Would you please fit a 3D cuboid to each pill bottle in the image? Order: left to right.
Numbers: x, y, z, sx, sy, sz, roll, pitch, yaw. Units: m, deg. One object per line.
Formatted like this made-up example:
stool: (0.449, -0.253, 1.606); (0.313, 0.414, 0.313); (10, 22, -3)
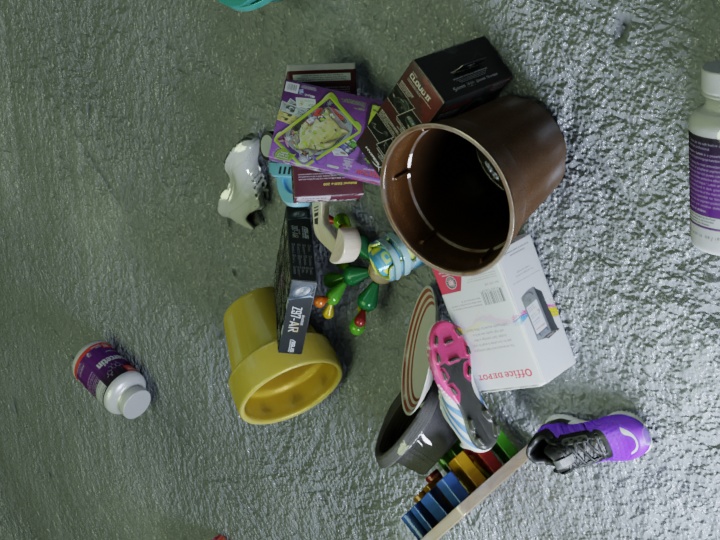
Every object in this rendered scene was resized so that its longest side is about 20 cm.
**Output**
pill bottle: (-0.579, 0.258, 2.577); (0.199, 0.112, 0.114); (35, 133, 32)
pill bottle: (0.419, -0.126, 1.216); (0.110, 0.111, 0.203); (14, 120, 44)

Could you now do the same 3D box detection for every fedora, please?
fedora: (0.102, 0.252, 1.759); (0.090, 0.200, 0.178); (36, 106, -7)

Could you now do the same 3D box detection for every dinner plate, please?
dinner plate: (0.097, 0.125, 1.709); (0.200, 0.024, 0.204); (-169, 90, -80)

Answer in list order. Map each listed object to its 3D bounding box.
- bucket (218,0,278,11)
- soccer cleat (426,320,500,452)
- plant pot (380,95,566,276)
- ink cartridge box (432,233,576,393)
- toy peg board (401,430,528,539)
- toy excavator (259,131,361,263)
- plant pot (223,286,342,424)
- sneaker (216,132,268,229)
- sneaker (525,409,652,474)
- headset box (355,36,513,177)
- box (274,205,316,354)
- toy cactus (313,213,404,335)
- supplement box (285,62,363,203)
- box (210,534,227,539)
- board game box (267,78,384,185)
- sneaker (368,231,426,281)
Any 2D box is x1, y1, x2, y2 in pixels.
bucket: (-0.156, -0.500, 1.670); (0.206, 0.134, 0.210); (27, 128, 40)
soccer cleat: (0.135, 0.174, 1.610); (0.086, 0.069, 0.203); (-20, 92, 63)
plant pot: (0.162, -0.125, 1.433); (0.198, 0.198, 0.203); (21, 126, 31)
ink cartridge box: (0.205, 0.062, 1.584); (0.147, 0.085, 0.203); (-13, 100, 53)
toy peg board: (0.145, 0.327, 1.696); (0.098, 0.198, 0.201); (49, 139, 14)
toy excavator: (-0.070, -0.121, 1.763); (0.193, 0.099, 0.204); (10, 104, 49)
plant pot: (-0.156, 0.142, 1.975); (0.191, 0.198, 0.202); (63, 144, 27)
sneaker: (-0.197, -0.159, 1.963); (0.087, 0.074, 0.202); (34, 140, 17)
sneaker: (0.313, 0.251, 1.544); (0.199, 0.099, 0.071); (-14, 101, 52)
headset box: (0.104, -0.225, 1.502); (0.078, 0.148, 0.200); (54, 140, 11)
box: (-0.114, 0.015, 1.874); (0.202, 0.043, 0.162); (-99, 18, -50)
toy cactus: (0.000, 0.000, 1.786); (0.163, 0.102, 0.204); (-9, 81, 33)
supplement box: (-0.056, -0.208, 1.673); (0.061, 0.107, 0.204); (138, 129, -82)
box: (-0.332, 0.728, 2.547); (0.099, 0.095, 0.203); (34, 132, 34)
board game box: (-0.028, -0.201, 1.627); (0.032, 0.197, 0.122); (106, 178, -81)
sneaker: (0.085, -0.047, 1.630); (0.080, 0.130, 0.200); (55, 140, 14)
